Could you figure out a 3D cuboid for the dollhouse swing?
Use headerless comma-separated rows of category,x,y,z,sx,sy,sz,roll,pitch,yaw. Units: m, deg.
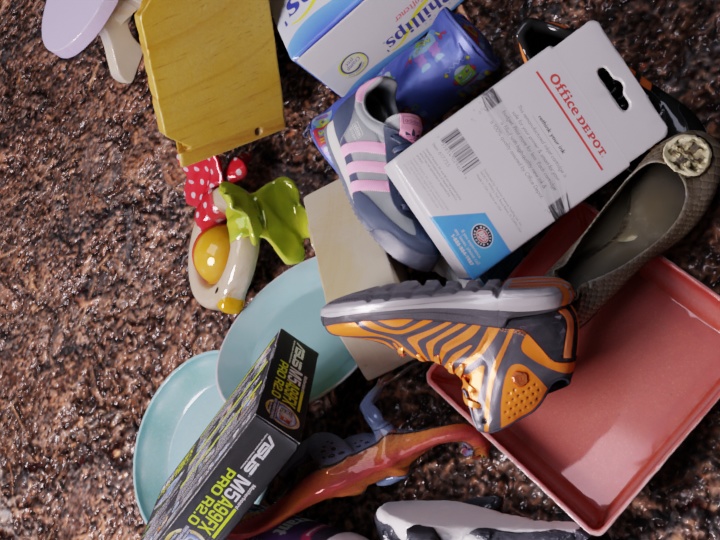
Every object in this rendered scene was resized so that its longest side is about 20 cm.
dollhouse swing,-0.174,-0.252,1.164,0.180,0.202,0.175,-25,37,-26

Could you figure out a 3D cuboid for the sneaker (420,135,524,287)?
sneaker,0.083,-0.027,1.000,0.081,0.076,0.201,-50,47,30

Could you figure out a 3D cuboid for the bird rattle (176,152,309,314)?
bird rattle,-0.146,-0.043,1.153,0.199,0.112,0.165,24,99,48

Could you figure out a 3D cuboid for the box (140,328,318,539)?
box,-0.113,0.163,0.919,0.201,0.044,0.160,-53,9,18

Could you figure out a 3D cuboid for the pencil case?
pencil case,0.040,-0.170,1.079,0.199,0.078,0.087,-38,43,20

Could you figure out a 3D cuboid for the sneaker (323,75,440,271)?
sneaker,0.029,-0.091,0.968,0.082,0.070,0.201,-50,49,29

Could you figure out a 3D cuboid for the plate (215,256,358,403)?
plate,-0.051,0.063,1.059,0.198,0.026,0.201,-24,38,20

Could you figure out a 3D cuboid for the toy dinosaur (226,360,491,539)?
toy dinosaur,0.015,0.169,0.926,0.180,0.105,0.201,-8,39,38

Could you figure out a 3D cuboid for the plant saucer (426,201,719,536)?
plant saucer,0.183,0.074,0.875,0.200,0.037,0.200,-49,54,-1

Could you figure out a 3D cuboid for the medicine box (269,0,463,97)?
medicine box,-0.006,-0.318,1.156,0.182,0.103,0.201,-38,53,20

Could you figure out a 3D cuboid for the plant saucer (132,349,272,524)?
plant saucer,-0.148,0.182,1.114,0.198,0.036,0.202,-16,63,33

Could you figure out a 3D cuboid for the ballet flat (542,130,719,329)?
ballet flat,0.207,-0.033,0.861,0.200,0.046,0.067,-46,59,2

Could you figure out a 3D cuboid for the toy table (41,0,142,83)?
toy table,-0.305,-0.341,1.388,0.183,0.117,0.202,28,90,41

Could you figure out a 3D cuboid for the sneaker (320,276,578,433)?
sneaker,0.066,0.067,0.841,0.197,0.078,0.114,-1,100,19

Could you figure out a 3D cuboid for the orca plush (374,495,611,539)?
orca plush,0.103,0.229,0.885,0.197,0.105,0.072,-5,97,19

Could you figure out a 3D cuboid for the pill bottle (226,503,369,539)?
pill bottle,-0.046,0.273,0.949,0.198,0.111,0.113,6,76,38

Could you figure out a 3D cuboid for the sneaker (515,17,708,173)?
sneaker,0.203,-0.148,0.934,0.070,0.090,0.200,-51,50,10

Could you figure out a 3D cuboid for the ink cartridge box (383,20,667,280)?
ink cartridge box,0.133,-0.096,0.897,0.199,0.068,0.117,-35,93,-4

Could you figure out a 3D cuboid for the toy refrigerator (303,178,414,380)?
toy refrigerator,0.000,0.000,0.991,0.069,0.076,0.201,-26,35,8
